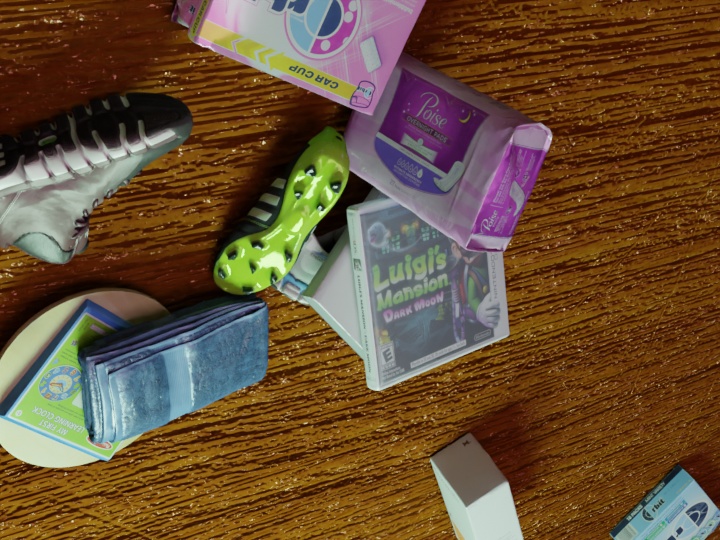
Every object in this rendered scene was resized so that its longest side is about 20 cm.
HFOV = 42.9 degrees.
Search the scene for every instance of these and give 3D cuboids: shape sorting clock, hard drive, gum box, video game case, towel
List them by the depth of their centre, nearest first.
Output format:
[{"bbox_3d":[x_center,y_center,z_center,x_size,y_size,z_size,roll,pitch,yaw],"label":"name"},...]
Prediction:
[{"bbox_3d":[-0.054,-0.225,0.782,0.197,0.066,0.115,15,110,-37],"label":"gum box"},{"bbox_3d":[-0.263,0.106,0.892,0.198,0.039,0.203,-24,129,-32],"label":"shape sorting clock"},{"bbox_3d":[-0.177,0.095,0.902,0.198,0.048,0.114,-21,128,-35],"label":"towel"},{"bbox_3d":[0.037,-0.014,0.944,0.132,0.026,0.202,46,67,-33],"label":"hard drive"},{"bbox_3d":[0.076,0.006,0.948,0.197,0.023,0.186,-17,106,-36],"label":"video game case"},{"bbox_3d":[0.547,0.452,1.623,0.170,0.045,0.200,-45,133,2],"label":"gum box"}]

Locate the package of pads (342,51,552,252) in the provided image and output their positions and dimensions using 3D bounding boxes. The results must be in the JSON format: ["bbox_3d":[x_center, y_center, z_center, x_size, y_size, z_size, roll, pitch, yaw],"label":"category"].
[{"bbox_3d":[0.071,-0.114,0.840,0.075,0.199,0.122,2,117,-46],"label":"package of pads"}]

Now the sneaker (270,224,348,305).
[{"bbox_3d":[0.000,0.000,0.967,0.197,0.075,0.088,15,104,-39],"label":"sneaker"}]

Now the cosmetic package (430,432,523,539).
[{"bbox_3d":[0.167,0.334,1.271,0.070,0.102,0.202,-28,130,-11],"label":"cosmetic package"}]

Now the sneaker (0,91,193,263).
[{"bbox_3d":[-0.229,-0.073,0.782,0.196,0.076,0.117,-18,134,-8],"label":"sneaker"}]

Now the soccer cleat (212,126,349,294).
[{"bbox_3d":[-0.074,-0.053,0.887,0.067,0.082,0.200,34,121,-18],"label":"soccer cleat"}]
